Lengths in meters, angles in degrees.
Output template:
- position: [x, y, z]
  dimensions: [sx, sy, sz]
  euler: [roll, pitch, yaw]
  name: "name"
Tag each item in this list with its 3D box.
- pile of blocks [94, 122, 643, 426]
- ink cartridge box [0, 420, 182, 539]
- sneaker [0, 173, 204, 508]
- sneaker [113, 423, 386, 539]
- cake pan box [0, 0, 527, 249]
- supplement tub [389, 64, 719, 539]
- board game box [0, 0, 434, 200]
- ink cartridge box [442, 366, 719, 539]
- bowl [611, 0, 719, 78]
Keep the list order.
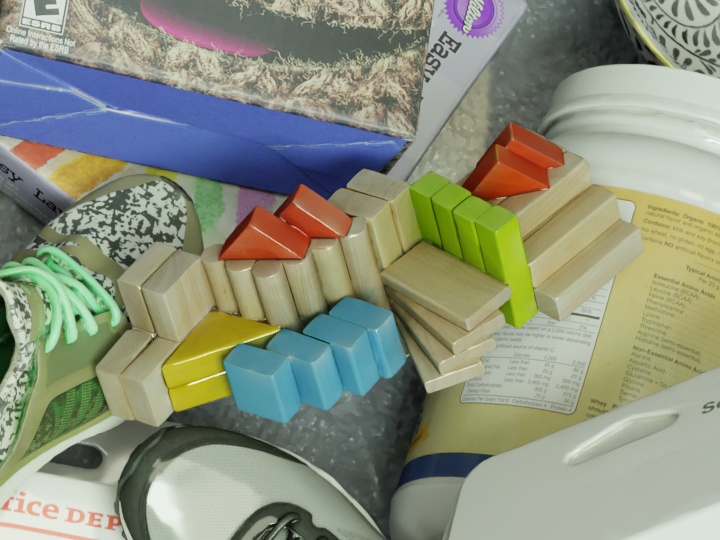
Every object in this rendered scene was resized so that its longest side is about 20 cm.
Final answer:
- position: [0.000, 0.000, 0.981]
  dimensions: [0.199, 0.062, 0.082]
  euler: [-22, 39, -6]
  name: "pile of blocks"
- position: [-0.123, 0.138, 1.026]
  dimensions: [0.116, 0.068, 0.201]
  euler: [11, 72, -11]
  name: "ink cartridge box"
- position: [-0.117, 0.026, 0.987]
  dimensions: [0.077, 0.089, 0.200]
  euler: [36, 55, 7]
  name: "sneaker"
- position: [-0.001, 0.124, 0.988]
  dimensions: [0.200, 0.079, 0.074]
  euler: [40, 77, -3]
  name: "sneaker"
- position: [-0.055, -0.088, 1.118]
  dimensions: [0.184, 0.052, 0.200]
  euler: [38, 69, -4]
  name: "cake pan box"
- position: [0.104, 0.036, 1.074]
  dimensions: [0.144, 0.144, 0.201]
  euler: [22, 70, -8]
  name: "supplement tub"
- position: [-0.051, -0.144, 1.056]
  dimensions: [0.159, 0.097, 0.201]
  euler: [11, 72, -12]
  name: "board game box"
- position: [0.133, 0.143, 0.941]
  dimensions: [0.200, 0.146, 0.084]
  euler: [55, 28, -20]
  name: "ink cartridge box"
- position: [0.176, -0.132, 1.167]
  dimensions: [0.200, 0.094, 0.202]
  euler: [4, 74, -14]
  name: "bowl"
